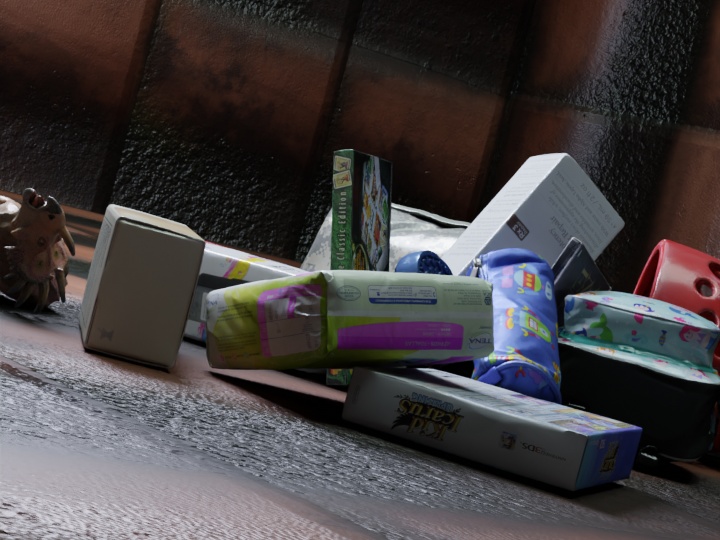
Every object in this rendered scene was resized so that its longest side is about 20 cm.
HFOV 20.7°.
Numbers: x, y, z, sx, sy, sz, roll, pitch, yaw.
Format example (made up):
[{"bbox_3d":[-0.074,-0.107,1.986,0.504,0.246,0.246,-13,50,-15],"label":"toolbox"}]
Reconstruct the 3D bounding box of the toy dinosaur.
[{"bbox_3d":[-0.277,-0.008,1.641,0.135,0.086,0.200,27,-11,19],"label":"toy dinosaur"}]

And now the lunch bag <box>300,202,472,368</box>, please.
[{"bbox_3d":[0.042,0.019,1.979,0.199,0.169,0.139,17,3,33],"label":"lunch bag"}]

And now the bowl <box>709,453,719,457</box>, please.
[{"bbox_3d":[0.397,0.145,2.142,0.199,0.106,0.201,14,1,0],"label":"bowl"}]

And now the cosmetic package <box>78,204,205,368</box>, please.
[{"bbox_3d":[-0.173,0.009,1.538,0.071,0.106,0.200,15,3,-10],"label":"cosmetic package"}]

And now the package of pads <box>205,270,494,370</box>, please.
[{"bbox_3d":[-0.015,0.041,1.500,0.154,0.069,0.200,1,-6,-31],"label":"package of pads"}]

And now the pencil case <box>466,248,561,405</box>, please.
[{"bbox_3d":[0.127,0.056,1.669,0.087,0.078,0.200,36,27,-19],"label":"pencil case"}]

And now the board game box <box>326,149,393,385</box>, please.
[{"bbox_3d":[0.000,0.000,1.725,0.023,0.202,0.105,1,-4,18],"label":"board game box"}]

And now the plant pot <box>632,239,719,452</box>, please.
[{"bbox_3d":[0.350,0.089,1.976,0.181,0.202,0.200,18,2,2],"label":"plant pot"}]

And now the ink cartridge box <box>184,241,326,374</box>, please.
[{"bbox_3d":[-0.100,0.030,1.789,0.199,0.086,0.147,14,1,23],"label":"ink cartridge box"}]

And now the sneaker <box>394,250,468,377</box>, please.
[{"bbox_3d":[0.054,0.047,1.748,0.077,0.071,0.200,-6,-31,19],"label":"sneaker"}]

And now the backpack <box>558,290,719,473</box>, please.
[{"bbox_3d":[0.244,0.098,1.786,0.176,0.152,0.200,14,-3,11],"label":"backpack"}]

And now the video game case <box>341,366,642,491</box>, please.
[{"bbox_3d":[0.103,0.116,1.476,0.180,0.046,0.200,14,2,19],"label":"video game case"}]

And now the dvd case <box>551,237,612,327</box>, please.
[{"bbox_3d":[0.179,0.056,1.856,0.016,0.149,0.200,34,-3,19],"label":"dvd case"}]

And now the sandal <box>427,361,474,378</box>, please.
[{"bbox_3d":[0.083,0.097,1.703,0.080,0.054,0.200,16,-2,20],"label":"sandal"}]

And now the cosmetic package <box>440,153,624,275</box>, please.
[{"bbox_3d":[0.149,-0.009,1.882,0.102,0.200,0.074,47,-20,-18],"label":"cosmetic package"}]
